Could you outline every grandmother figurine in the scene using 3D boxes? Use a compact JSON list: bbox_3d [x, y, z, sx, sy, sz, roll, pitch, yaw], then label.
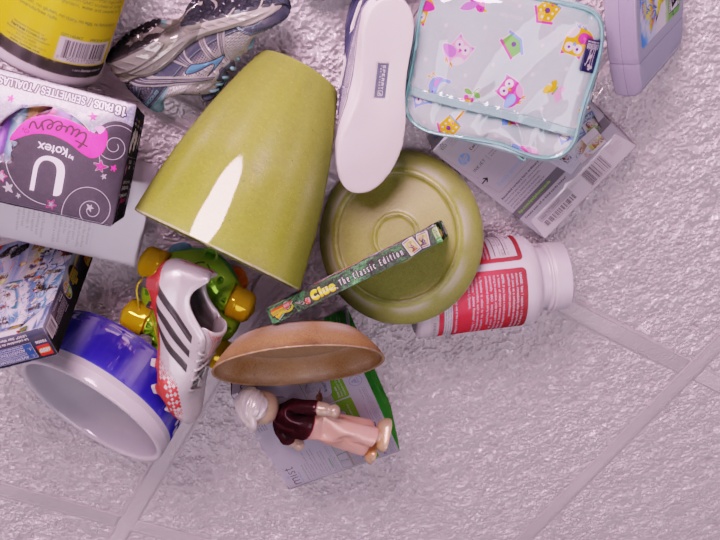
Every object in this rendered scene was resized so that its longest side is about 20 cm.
[{"bbox_3d":[-0.066,0.193,0.918,0.197,0.061,0.122,21,126,-18],"label":"grandmother figurine"}]

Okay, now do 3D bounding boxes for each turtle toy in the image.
[{"bbox_3d":[-0.208,0.051,0.887,0.143,0.102,0.202,25,116,-6],"label":"turtle toy"}]

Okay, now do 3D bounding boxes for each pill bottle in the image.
[{"bbox_3d":[-0.261,-0.283,0.655,0.112,0.115,0.202,21,118,-20],"label":"pill bottle"},{"bbox_3d":[0.158,0.017,0.912,0.195,0.113,0.114,-6,124,-3],"label":"pill bottle"}]

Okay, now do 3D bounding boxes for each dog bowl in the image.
[{"bbox_3d":[-0.309,0.144,0.894,0.196,0.080,0.202,20,145,15],"label":"dog bowl"}]

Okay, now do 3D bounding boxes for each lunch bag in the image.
[{"bbox_3d":[0.147,-0.201,0.744,0.196,0.077,0.164,15,110,10],"label":"lunch bag"}]

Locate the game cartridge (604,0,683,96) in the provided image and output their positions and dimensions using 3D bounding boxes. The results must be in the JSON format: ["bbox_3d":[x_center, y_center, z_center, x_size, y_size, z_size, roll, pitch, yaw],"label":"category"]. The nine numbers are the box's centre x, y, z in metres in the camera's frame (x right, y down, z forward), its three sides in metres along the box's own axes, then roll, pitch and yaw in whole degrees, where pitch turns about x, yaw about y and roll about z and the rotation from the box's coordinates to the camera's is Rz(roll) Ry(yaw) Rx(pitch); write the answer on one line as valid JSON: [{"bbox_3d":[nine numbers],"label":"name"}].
[{"bbox_3d":[0.286,-0.289,0.728,0.133,0.040,0.203,-41,131,-31],"label":"game cartridge"}]

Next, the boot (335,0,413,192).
[{"bbox_3d":[0.010,-0.190,0.762,0.071,0.091,0.204,5,118,-16],"label":"boot"}]

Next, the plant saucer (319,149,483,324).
[{"bbox_3d":[0.043,-0.038,0.841,0.195,0.031,0.205,0,92,11],"label":"plant saucer"}]

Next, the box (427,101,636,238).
[{"bbox_3d":[0.200,-0.151,0.851,0.198,0.041,0.156,31,114,-25],"label":"box"}]

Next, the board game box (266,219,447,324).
[{"bbox_3d":[0.000,0.000,0.782,0.197,0.105,0.024,-26,89,11],"label":"board game box"}]

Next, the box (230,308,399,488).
[{"bbox_3d":[-0.060,0.182,1.000,0.173,0.097,0.202,-20,124,6],"label":"box"}]

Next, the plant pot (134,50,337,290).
[{"bbox_3d":[-0.105,-0.112,0.750,0.185,0.186,0.203,26,85,-23],"label":"plant pot"}]

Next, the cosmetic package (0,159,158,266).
[{"bbox_3d":[-0.332,-0.085,0.795,0.196,0.072,0.103,14,112,-16],"label":"cosmetic package"}]

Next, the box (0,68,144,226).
[{"bbox_3d":[-0.313,-0.119,0.676,0.196,0.132,0.117,11,95,-15],"label":"box"}]

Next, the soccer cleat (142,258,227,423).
[{"bbox_3d":[-0.186,0.084,0.805,0.083,0.069,0.205,5,112,16],"label":"soccer cleat"}]

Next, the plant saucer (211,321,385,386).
[{"bbox_3d":[-0.071,0.093,0.823,0.195,0.036,0.201,-5,161,-2],"label":"plant saucer"}]

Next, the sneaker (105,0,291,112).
[{"bbox_3d":[-0.154,-0.227,0.742,0.196,0.079,0.087,-18,134,14],"label":"sneaker"}]

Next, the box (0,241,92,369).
[{"bbox_3d":[-0.377,0.030,0.793,0.134,0.202,0.041,-13,124,2],"label":"box"}]
